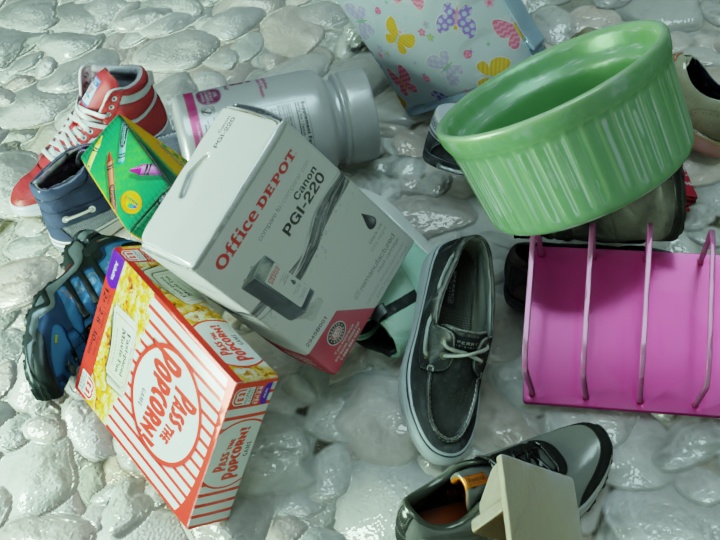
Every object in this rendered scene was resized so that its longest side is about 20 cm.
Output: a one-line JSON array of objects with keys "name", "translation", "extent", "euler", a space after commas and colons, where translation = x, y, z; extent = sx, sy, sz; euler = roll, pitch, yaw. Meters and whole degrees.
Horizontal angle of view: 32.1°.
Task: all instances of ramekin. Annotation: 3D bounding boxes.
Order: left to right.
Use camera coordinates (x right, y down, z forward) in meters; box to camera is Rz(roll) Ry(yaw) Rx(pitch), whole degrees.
[{"name": "ramekin", "translation": [0.170, -0.112, 1.007], "extent": [0.199, 0.098, 0.200], "euler": [-25, 18, 9]}]

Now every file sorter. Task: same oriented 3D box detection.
[{"name": "file sorter", "translation": [0.234, 0.038, 1.027], "extent": [0.198, 0.125, 0.140], "euler": [3, 76, 12]}]

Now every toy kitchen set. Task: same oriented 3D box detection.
[{"name": "toy kitchen set", "translation": [0.080, 0.254, 0.934], "extent": [0.199, 0.180, 0.164], "euler": [21, 46, -25]}]

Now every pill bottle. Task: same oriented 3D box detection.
[{"name": "pill bottle", "translation": [-0.086, -0.142, 1.283], "extent": [0.198, 0.114, 0.114], "euler": [-12, 47, -9]}]

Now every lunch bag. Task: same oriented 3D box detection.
[{"name": "lunch bag", "translation": [0.094, -0.266, 1.278], "extent": [0.127, 0.170, 0.200], "euler": [-43, 18, -25]}]

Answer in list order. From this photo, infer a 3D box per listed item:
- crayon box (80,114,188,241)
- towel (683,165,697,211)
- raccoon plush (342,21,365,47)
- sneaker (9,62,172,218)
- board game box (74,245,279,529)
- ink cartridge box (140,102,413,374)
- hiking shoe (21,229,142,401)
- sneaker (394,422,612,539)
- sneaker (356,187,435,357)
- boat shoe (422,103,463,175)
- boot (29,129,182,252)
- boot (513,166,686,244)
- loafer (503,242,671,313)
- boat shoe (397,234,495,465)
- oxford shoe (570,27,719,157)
[{"name": "crayon box", "translation": [-0.155, -0.050, 1.161], "extent": [0.058, 0.200, 0.119], "euler": [-46, 51, 8]}, {"name": "towel", "translation": [0.245, -0.139, 1.246], "extent": [0.143, 0.023, 0.201], "euler": [9, 43, -17]}, {"name": "raccoon plush", "translation": [0.075, -0.309, 1.391], "extent": [0.198, 0.135, 0.097], "euler": [-13, 49, -2]}, {"name": "sneaker", "translation": [-0.299, -0.145, 1.328], "extent": [0.200, 0.113, 0.071], "euler": [-37, 52, -21]}, {"name": "board game box", "translation": [-0.162, 0.095, 1.066], "extent": [0.046, 0.152, 0.200], "euler": [-5, 35, -43]}, {"name": "ink cartridge box", "translation": [-0.065, -0.024, 1.054], "extent": [0.085, 0.200, 0.146], "euler": [21, 76, 47]}, {"name": "hiking shoe", "translation": [-0.256, 0.037, 1.184], "extent": [0.086, 0.075, 0.201], "euler": [2, 49, 13]}, {"name": "sneaker", "translation": [0.116, 0.175, 0.992], "extent": [0.199, 0.080, 0.074], "euler": [-26, 47, -14]}, {"name": "sneaker", "translation": [0.000, 0.000, 1.167], "extent": [0.118, 0.074, 0.200], "euler": [-34, 54, -27]}, {"name": "boat shoe", "translation": [0.160, -0.109, 1.246], "extent": [0.198, 0.068, 0.072], "euler": [11, 40, -10]}, {"name": "boot", "translation": [-0.247, -0.106, 1.298], "extent": [0.073, 0.091, 0.200], "euler": [32, 61, 32]}, {"name": "boot", "translation": [0.199, -0.052, 1.087], "extent": [0.129, 0.200, 0.068], "euler": [-2, 81, -4]}, {"name": "loafer", "translation": [0.227, 0.007, 1.130], "extent": [0.198, 0.063, 0.072], "euler": [1, 47, 11]}, {"name": "boat shoe", "translation": [0.077, 0.062, 1.066], "extent": [0.071, 0.071, 0.202], "euler": [9, 69, -17]}, {"name": "oxford shoe", "translation": [0.304, -0.199, 1.262], "extent": [0.199, 0.074, 0.071], "euler": [35, 43, 14]}]
